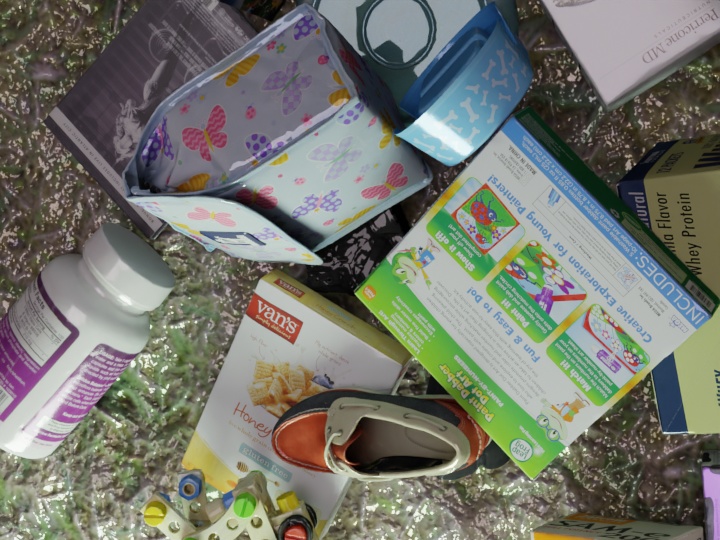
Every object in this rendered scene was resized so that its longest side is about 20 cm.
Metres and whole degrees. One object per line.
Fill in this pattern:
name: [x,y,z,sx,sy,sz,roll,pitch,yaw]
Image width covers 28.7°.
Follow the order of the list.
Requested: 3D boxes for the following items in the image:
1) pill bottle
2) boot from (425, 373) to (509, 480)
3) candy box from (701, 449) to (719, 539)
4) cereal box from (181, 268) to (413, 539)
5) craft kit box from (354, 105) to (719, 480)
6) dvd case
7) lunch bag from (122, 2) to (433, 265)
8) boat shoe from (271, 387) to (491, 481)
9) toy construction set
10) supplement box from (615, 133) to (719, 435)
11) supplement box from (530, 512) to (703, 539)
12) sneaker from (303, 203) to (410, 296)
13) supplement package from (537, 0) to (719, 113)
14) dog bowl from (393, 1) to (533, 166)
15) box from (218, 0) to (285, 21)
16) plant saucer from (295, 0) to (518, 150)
pill bottle: [-0.255,0.058,1.232,0.112,0.112,0.200,44,102,7]
boot: [0.131,0.066,1.153,0.163,0.066,0.203,-2,109,-24]
candy box: [0.375,0.229,1.110,0.197,0.071,0.170,-3,93,14]
cereal box: [-0.057,0.119,1.201,0.143,0.039,0.202,29,115,11]
craft kit box: [0.125,0.020,1.035,0.200,0.048,0.198,46,118,5]
dvd case: [-0.169,-0.151,1.244,0.149,0.016,0.200,46,103,8]
lunch bag: [-0.066,-0.084,1.108,0.199,0.169,0.128,-29,63,12]
boat shoe: [0.007,0.135,1.119,0.198,0.062,0.072,-5,105,30]
toy construction set: [-0.089,0.253,1.187,0.130,0.092,0.202,-21,112,6]
supplement box: [0.316,0.001,1.037,0.198,0.134,0.203,-7,104,28]
supplement box: [0.212,0.305,1.129,0.125,0.073,0.203,-3,93,44]
sneaker: [-0.001,0.000,1.195,0.103,0.060,0.202,-24,83,14]
supplement package: [0.189,-0.240,1.100,0.116,0.117,0.201,-32,86,11]
dog bowl: [0.082,-0.140,1.072,0.049,0.200,0.112,41,106,-10]
box: [-0.049,-0.302,1.144,0.038,0.136,0.201,39,102,10]
plant saucer: [0.034,-0.202,1.187,0.197,0.027,0.203,1,94,13]
